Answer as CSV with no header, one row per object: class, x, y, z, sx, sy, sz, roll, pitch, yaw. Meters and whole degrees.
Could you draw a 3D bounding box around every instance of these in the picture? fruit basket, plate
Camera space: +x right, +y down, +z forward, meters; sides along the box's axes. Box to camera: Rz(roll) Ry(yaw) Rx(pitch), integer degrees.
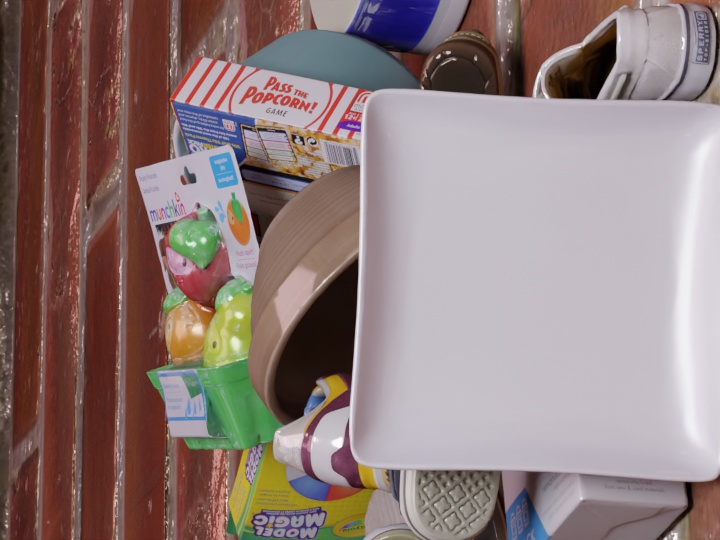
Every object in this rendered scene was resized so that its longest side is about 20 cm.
fruit basket,-0.101,0.022,1.845,0.185,0.093,0.201,-6,105,65
plate,0.095,0.008,1.454,0.032,0.199,0.201,130,142,-86

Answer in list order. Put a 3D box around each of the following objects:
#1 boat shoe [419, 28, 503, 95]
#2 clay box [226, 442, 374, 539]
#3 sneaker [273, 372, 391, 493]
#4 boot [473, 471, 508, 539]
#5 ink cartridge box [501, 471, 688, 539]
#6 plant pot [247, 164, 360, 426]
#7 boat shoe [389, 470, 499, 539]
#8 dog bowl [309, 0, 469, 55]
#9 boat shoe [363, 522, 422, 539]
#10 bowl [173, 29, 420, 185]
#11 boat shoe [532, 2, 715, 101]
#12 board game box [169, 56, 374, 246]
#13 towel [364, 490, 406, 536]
boat shoe,0.067,-0.061,1.813,0.076,0.071,0.201,-59,-20,-68
clay box,-0.023,0.130,1.966,0.048,0.114,0.201,-111,28,-48
sneaker,0.016,0.083,1.710,0.200,0.090,0.075,-26,-60,-66
boot,0.107,0.173,1.613,0.074,0.075,0.201,168,86,-73
ink cartridge box,0.124,0.062,1.557,0.115,0.067,0.201,122,148,-57
plant pot,0.000,0.000,1.731,0.093,0.200,0.201,49,141,28
boat shoe,0.054,0.049,1.509,0.062,0.074,0.201,172,108,-75
dog bowl,0.024,-0.257,1.959,0.200,0.078,0.201,-176,90,-73
boat shoe,0.038,0.240,1.728,0.068,0.074,0.201,-81,-19,-64
bowl,-0.021,-0.091,1.931,0.105,0.200,0.201,-59,0,-34
boat shoe,0.132,-0.105,1.564,0.200,0.069,0.071,147,125,-70
board game box,-0.034,-0.046,1.862,0.046,0.151,0.201,-59,-30,-34
towel,0.046,0.197,1.859,0.201,0.034,0.133,-104,26,-45
